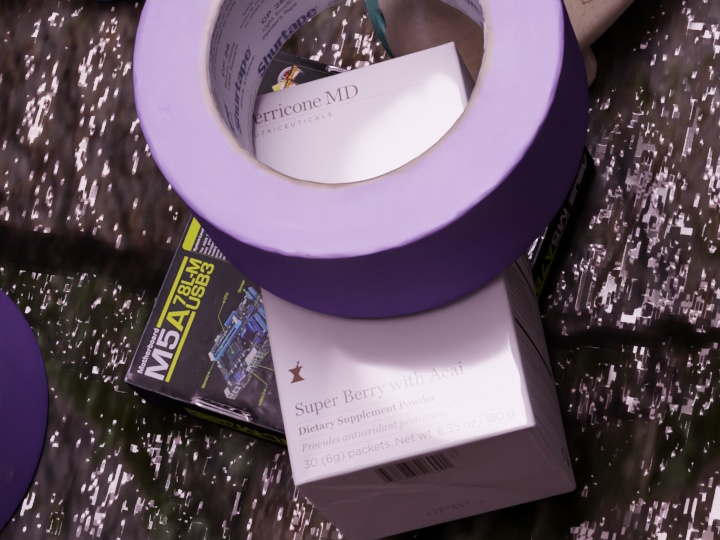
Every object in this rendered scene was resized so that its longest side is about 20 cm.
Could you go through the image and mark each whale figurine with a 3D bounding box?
[{"bbox_3d":[0.092,-0.169,1.550,0.199,0.160,0.104,-25,31,-16],"label":"whale figurine"}]

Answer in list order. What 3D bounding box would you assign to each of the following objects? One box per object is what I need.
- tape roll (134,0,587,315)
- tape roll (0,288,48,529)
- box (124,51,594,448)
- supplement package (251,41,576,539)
[{"bbox_3d":[0.001,-0.086,1.375,0.199,0.085,0.201,-4,69,12],"label":"tape roll"},{"bbox_3d":[-0.274,0.070,1.594,0.199,0.085,0.201,-5,70,15],"label":"tape roll"},{"bbox_3d":[0.000,0.000,1.555,0.192,0.048,0.201,15,76,23],"label":"box"},{"bbox_3d":[0.020,0.013,1.454,0.121,0.120,0.201,-15,68,10],"label":"supplement package"}]
